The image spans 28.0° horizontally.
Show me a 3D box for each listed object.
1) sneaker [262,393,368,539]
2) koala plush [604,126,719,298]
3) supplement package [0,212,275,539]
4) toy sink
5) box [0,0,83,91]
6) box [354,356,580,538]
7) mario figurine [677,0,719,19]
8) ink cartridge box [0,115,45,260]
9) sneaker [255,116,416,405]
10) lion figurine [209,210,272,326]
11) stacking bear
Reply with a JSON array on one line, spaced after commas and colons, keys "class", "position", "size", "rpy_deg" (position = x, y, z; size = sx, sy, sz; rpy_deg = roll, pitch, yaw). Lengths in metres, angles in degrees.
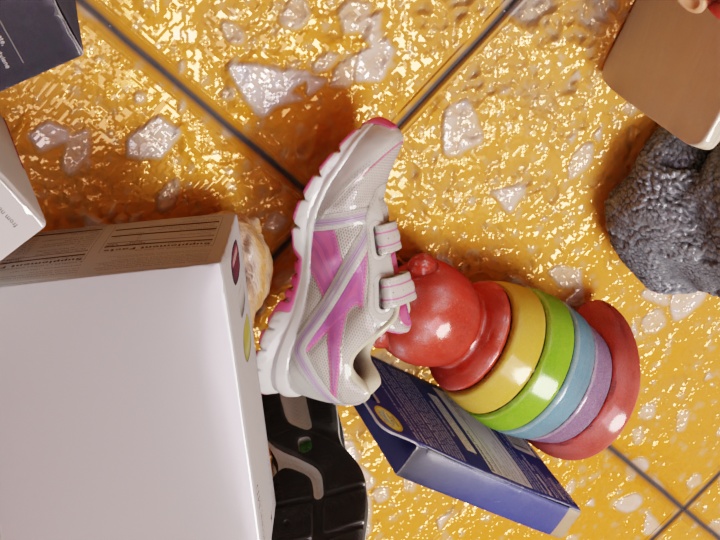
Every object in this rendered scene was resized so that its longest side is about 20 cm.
[{"class": "sneaker", "position": [-0.022, 0.171, 0.993], "size": [0.075, 0.201, 0.116], "rpy_deg": [-14, 133, 5]}, {"class": "koala plush", "position": [0.292, -0.021, 1.017], "size": [0.183, 0.200, 0.178], "rpy_deg": [-20, 125, -12]}, {"class": "supplement package", "position": [-0.139, 0.082, 0.861], "size": [0.155, 0.111, 0.201], "rpy_deg": [-6, 107, 2]}, {"class": "toy sink", "position": [0.276, -0.178, 0.962], "size": [0.112, 0.130, 0.201], "rpy_deg": [14, 111, -31]}, {"class": "box", "position": [-0.239, -0.147, 0.683], "size": [0.181, 0.200, 0.104], "rpy_deg": [-24, 126, 2]}, {"class": "box", "position": [0.058, 0.121, 1.043], "size": [0.200, 0.121, 0.032], "rpy_deg": [28, 105, -34]}, {"class": "mario figurine", "position": [0.177, -0.216, 0.856], "size": [0.106, 0.199, 0.124], "rpy_deg": [-56, 172, -38]}, {"class": "ink cartridge box", "position": [-0.285, -0.022, 0.786], "size": [0.200, 0.145, 0.083], "rpy_deg": [-37, 128, 0]}, {"class": "sneaker", "position": [0.000, 0.000, 0.943], "size": [0.088, 0.081, 0.201], "rpy_deg": [20, 108, 13]}, {"class": "lion figurine", "position": [-0.147, 0.040, 0.934], "size": [0.199, 0.072, 0.123], "rpy_deg": [-17, 114, -9]}, {"class": "stacking bear", "position": [0.095, 0.054, 1.034], "size": [0.199, 0.114, 0.122], "rpy_deg": [26, 105, -29]}]
